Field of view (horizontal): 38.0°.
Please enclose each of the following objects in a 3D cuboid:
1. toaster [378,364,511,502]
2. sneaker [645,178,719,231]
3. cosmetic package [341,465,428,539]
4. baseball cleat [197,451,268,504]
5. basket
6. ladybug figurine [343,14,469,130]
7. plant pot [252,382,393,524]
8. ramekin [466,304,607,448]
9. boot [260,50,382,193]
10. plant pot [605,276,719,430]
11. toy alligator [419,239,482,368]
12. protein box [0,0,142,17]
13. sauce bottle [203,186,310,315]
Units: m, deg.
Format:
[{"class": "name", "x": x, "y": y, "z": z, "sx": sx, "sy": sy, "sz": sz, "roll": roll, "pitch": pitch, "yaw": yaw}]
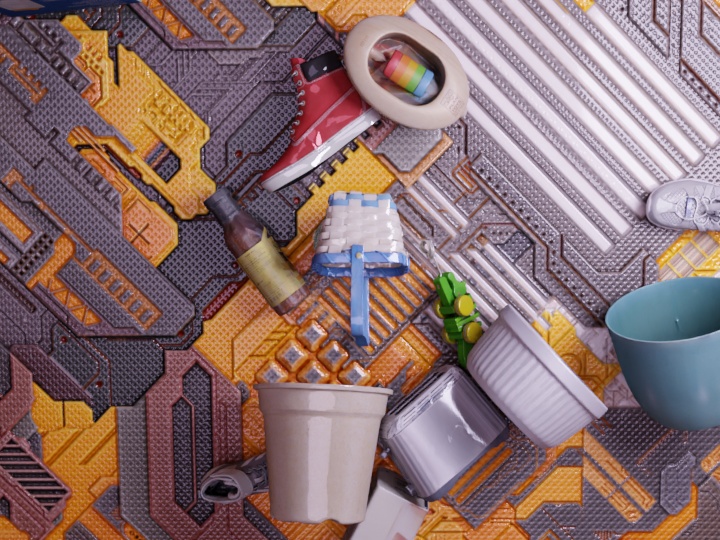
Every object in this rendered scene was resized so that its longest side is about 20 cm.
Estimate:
[{"class": "toaster", "x": 0.121, "y": 0.226, "z": 1.510, "sx": 0.200, "sy": 0.114, "sz": 0.130, "roll": -39, "pitch": 93, "yaw": -11}, {"class": "sneaker", "x": 0.507, "y": -0.091, "z": 1.483, "sx": 0.198, "sy": 0.082, "sz": 0.076, "roll": 1, "pitch": 98, "yaw": 1}, {"class": "cosmetic package", "x": 0.019, "y": 0.407, "z": 1.549, "sx": 0.087, "sy": 0.103, "sz": 0.201, "roll": 27, "pitch": 98, "yaw": -1}, {"class": "baseball cleat", "x": -0.141, "y": 0.303, "z": 1.536, "sx": 0.198, "sy": 0.106, "sz": 0.070, "roll": -20, "pitch": 92, "yaw": 2}, {"class": "basket", "x": 0.000, "y": 0.000, "z": 1.464, "sx": 0.137, "sy": 0.176, "sz": 0.202, "roll": -4, "pitch": 79, "yaw": 1}, {"class": "ladybug figurine", "x": 0.063, "y": -0.272, "z": 1.467, "sx": 0.199, "sy": 0.072, "sz": 0.136, "roll": 36, "pitch": 83, "yaw": -8}, {"class": "plant pot", "x": -0.057, "y": 0.255, "z": 1.458, "sx": 0.198, "sy": 0.201, "sz": 0.186, "roll": 3, "pitch": 81, "yaw": 1}, {"class": "ramekin", "x": 0.238, "y": 0.154, "z": 1.460, "sx": 0.105, "sy": 0.200, "sz": 0.200, "roll": -43, "pitch": 95, "yaw": 5}, {"class": "boot", "x": -0.088, "y": -0.216, "z": 1.487, "sx": 0.199, "sy": 0.072, "sz": 0.145, "roll": -38, "pitch": 95, "yaw": -3}, {"class": "plant pot", "x": 0.456, "y": 0.123, "z": 1.463, "sx": 0.199, "sy": 0.201, "sz": 0.162, "roll": -15, "pitch": 110, "yaw": 3}, {"class": "toy alligator", "x": 0.141, "y": 0.042, "z": 1.525, "sx": 0.054, "sy": 0.059, "sz": 0.202, "roll": -24, "pitch": 99, "yaw": -36}, {"class": "protein box", "x": -0.417, "y": -0.427, "z": 1.398, "sx": 0.196, "sy": 0.200, "sz": 0.137, "roll": -6, "pitch": 97, "yaw": 2}, {"class": "sauce bottle", "x": -0.152, "y": -0.030, "z": 1.513, "sx": 0.066, "sy": 0.066, "sz": 0.201, "roll": -35, "pitch": 97, "yaw": 5}]
